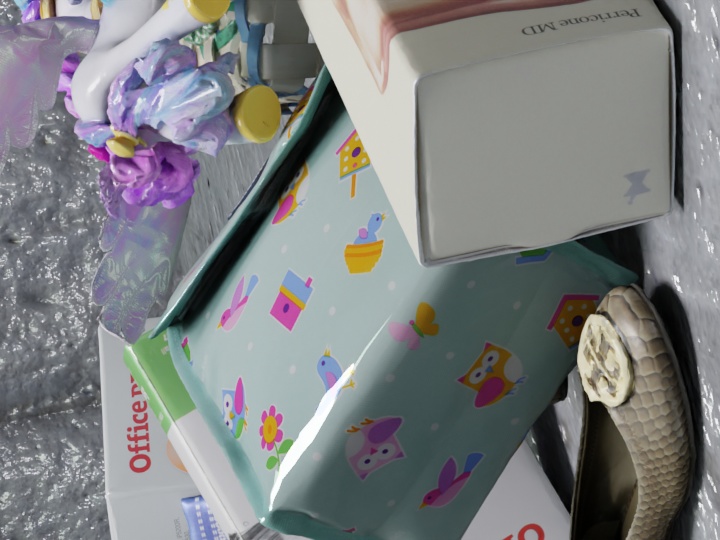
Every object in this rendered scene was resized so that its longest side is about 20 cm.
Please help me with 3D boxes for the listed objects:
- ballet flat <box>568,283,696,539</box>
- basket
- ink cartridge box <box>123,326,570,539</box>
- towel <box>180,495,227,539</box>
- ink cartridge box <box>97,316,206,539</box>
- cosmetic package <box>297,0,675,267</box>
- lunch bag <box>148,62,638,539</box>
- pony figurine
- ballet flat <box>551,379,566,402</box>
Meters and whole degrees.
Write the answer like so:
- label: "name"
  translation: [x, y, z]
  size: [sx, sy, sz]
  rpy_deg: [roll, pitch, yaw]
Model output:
- label: "ballet flat"
  translation: [0.103, 0.085, 1.061]
  size: [0.200, 0.046, 0.067]
  rpy_deg: [87, 166, -47]
- label: "basket"
  translation: [-0.041, -0.163, 1.288]
  size: [0.200, 0.139, 0.177]
  rpy_deg: [-155, 67, -70]
- label: "ink cartridge box"
  translation: [-0.004, 0.090, 1.270]
  size: [0.200, 0.146, 0.084]
  rpy_deg: [60, 170, 4]
- label: "towel"
  translation: [0.010, 0.179, 1.363]
  size: [0.024, 0.200, 0.145]
  rpy_deg: [-37, -62, -67]
- label: "ink cartridge box"
  translation: [-0.044, 0.116, 1.483]
  size: [0.145, 0.200, 0.145]
  rpy_deg: [-100, 3, -49]
- label: "cosmetic package"
  translation: [0.042, -0.099, 1.009]
  size: [0.200, 0.103, 0.087]
  rpy_deg: [-115, 17, -51]
- label: "lunch bag"
  translation: [0.000, 0.000, 1.111]
  size: [0.170, 0.122, 0.200]
  rpy_deg: [-56, 38, 18]
- label: "pony figurine"
  translation: [-0.106, -0.085, 1.163]
  size: [0.200, 0.166, 0.193]
  rpy_deg: [-11, 54, 51]
- label: "ballet flat"
  translation: [0.051, -0.010, 1.205]
  size: [0.200, 0.046, 0.067]
  rpy_deg: [-111, 13, -45]
